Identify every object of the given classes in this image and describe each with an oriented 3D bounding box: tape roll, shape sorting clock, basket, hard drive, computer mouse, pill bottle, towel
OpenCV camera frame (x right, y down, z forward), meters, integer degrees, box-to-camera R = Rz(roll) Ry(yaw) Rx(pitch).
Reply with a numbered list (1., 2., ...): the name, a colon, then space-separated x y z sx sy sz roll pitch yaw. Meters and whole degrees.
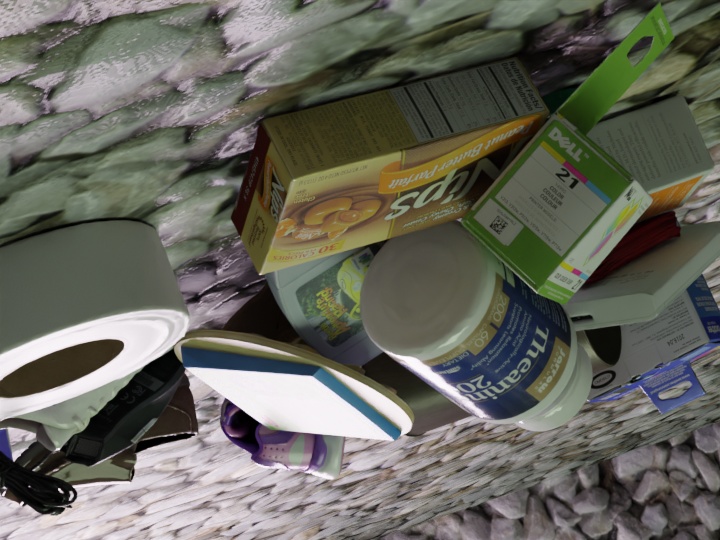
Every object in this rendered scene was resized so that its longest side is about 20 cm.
1. tape roll: -0.223 0.039 1.437 0.202 0.071 0.202 -22 166 -6
2. shape sorting clock: -0.052 0.089 1.619 0.199 0.039 0.200 13 160 5
3. basket: 0.125 0.058 1.851 0.199 0.136 0.180 -18 -176 24
4. hard drive: 0.218 0.006 1.695 0.131 0.026 0.200 -9 -168 31
5. computer mouse: -0.238 0.117 1.655 0.200 0.140 0.046 -51 150 -36
6. pill bottle: 0.095 0.050 1.538 0.111 0.111 0.200 -28 143 21
7. towel: 0.160 -0.013 1.748 0.200 0.023 0.144 -5 -164 47

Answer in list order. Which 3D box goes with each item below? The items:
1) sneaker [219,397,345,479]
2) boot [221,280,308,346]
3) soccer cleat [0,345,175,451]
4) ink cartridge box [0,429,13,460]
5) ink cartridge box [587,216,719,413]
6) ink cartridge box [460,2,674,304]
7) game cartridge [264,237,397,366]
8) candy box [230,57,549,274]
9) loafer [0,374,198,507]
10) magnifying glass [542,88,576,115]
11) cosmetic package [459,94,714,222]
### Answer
1. sneaker: -0.087 0.115 1.783 0.088 0.200 0.081 -4 117 -23
2. boot: -0.009 0.020 1.707 0.155 0.073 0.200 -14 158 -47
3. soccer cleat: -0.224 0.093 1.607 0.199 0.087 0.070 -18 166 -18
4. ink cartridge box: -0.409 0.190 1.782 0.198 0.044 0.200 -13 162 -34
5. ink cartridge box: 0.253 0.034 1.898 0.136 0.201 0.076 -29 165 27
6. ink cartridge box: 0.173 -0.078 1.429 0.200 0.076 0.148 -49 167 6
7. game cartridge: 0.000 0.000 1.546 0.133 0.041 0.200 -30 145 3
8. candy box: 0.019 -0.071 1.389 0.199 0.055 0.116 -17 154 -25
9. loafer: -0.232 0.164 1.848 0.200 0.071 0.073 -29 170 -12
10. magnifying glass: 0.091 -0.084 1.568 0.200 0.022 0.080 -28 166 26
11. cosmetic package: 0.176 -0.067 1.664 0.199 0.071 0.101 -19 167 -12
